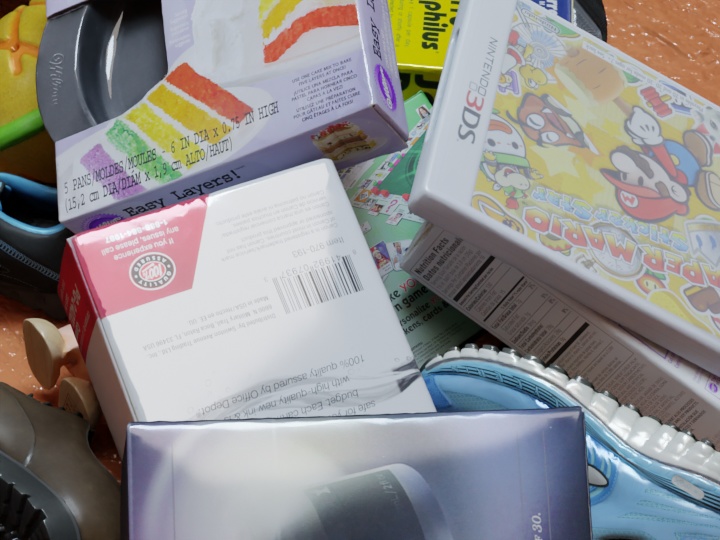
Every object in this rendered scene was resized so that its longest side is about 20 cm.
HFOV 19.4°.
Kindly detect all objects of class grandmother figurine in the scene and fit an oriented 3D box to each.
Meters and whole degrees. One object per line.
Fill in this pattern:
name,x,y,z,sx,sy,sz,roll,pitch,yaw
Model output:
grandmother figurine,-0.079,0.027,1.160,0.199,0.061,0.122,-26,78,-28

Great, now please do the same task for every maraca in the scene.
maraca,-0.158,-0.123,1.265,0.199,0.108,0.137,-33,20,-13

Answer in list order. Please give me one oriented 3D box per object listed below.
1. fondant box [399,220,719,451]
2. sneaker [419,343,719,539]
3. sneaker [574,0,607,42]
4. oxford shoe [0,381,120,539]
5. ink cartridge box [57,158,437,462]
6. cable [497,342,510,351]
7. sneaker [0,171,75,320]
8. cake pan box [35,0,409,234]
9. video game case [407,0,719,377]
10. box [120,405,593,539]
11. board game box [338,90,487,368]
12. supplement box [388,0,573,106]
fondant box,0.136,-0.003,1.159,0.199,0.058,0.145,36,44,-5
sneaker,0.101,0.103,1.023,0.199,0.078,0.090,25,82,29
sneaker,0.061,-0.178,1.393,0.199,0.115,0.076,20,66,-33
oxford shoe,-0.185,0.092,1.082,0.084,0.073,0.200,-13,44,-43
ink cartridge box,-0.049,0.066,1.042,0.144,0.083,0.201,-17,74,-20
cable,0.080,0.068,1.160,0.096,0.051,0.200,2,26,22
sneaker,-0.226,-0.025,1.186,0.198,0.082,0.074,1,44,-2
cake pan box,-0.080,-0.123,1.128,0.198,0.052,0.186,-18,60,21
video game case,0.130,-0.055,1.138,0.199,0.023,0.183,28,46,-13
box,-0.003,0.168,0.902,0.196,0.123,0.202,-2,77,-6
board game box,0.000,0.000,1.157,0.199,0.029,0.135,-32,79,-31
supplement box,0.026,-0.112,1.285,0.198,0.110,0.110,5,41,1
